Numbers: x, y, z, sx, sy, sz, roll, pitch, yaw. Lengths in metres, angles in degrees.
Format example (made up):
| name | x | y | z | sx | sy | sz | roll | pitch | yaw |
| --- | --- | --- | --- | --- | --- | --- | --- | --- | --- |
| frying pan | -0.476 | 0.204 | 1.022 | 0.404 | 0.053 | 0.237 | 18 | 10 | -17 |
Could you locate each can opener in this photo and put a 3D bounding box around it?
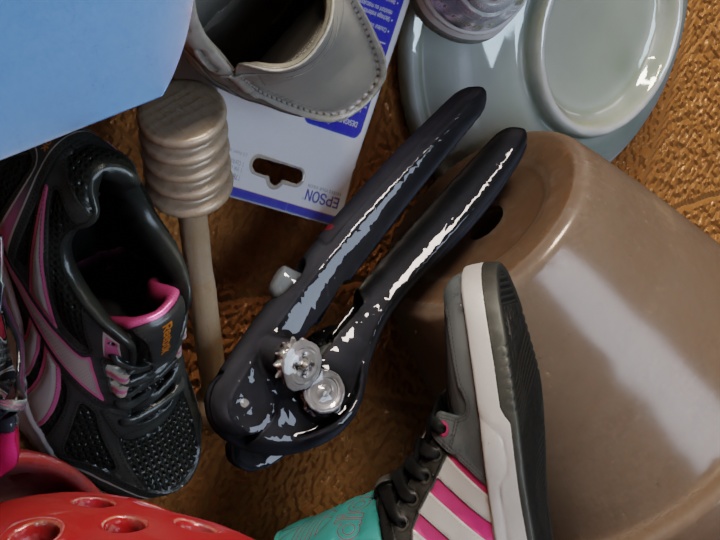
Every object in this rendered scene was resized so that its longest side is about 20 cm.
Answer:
| name | x | y | z | sx | sy | sz | roll | pitch | yaw |
| --- | --- | --- | --- | --- | --- | --- | --- | --- | --- |
| can opener | 0.000 | 0.000 | 1.285 | 0.063 | 0.079 | 0.201 | 40 | 78 | -22 |

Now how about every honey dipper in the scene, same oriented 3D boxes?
| name | x | y | z | sx | sy | sz | roll | pitch | yaw |
| --- | --- | --- | --- | --- | --- | --- | --- | --- | --- |
| honey dipper | -0.068 | 0.003 | 1.244 | 0.038 | 0.038 | 0.201 | -40 | 147 | -29 |

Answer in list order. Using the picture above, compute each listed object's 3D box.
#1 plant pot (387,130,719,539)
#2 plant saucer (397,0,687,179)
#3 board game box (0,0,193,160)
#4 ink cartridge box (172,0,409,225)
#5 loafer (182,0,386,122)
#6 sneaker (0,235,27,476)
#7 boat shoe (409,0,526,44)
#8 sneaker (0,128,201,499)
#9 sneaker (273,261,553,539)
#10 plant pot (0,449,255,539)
| name | x | y | z | sx | sy | sz | roll | pitch | yaw |
| --- | --- | --- | --- | --- | --- | --- | --- | --- | --- |
| plant pot | 0.104 | 0.031 | 1.367 | 0.201 | 0.200 | 0.175 | -52 | 122 | -19 |
| plant saucer | 0.102 | -0.120 | 1.397 | 0.199 | 0.050 | 0.202 | -21 | 120 | -40 |
| board game box | -0.159 | -0.103 | 1.058 | 0.199 | 0.159 | 0.039 | -22 | 167 | -6 |
| ink cartridge box | -0.022 | -0.126 | 1.271 | 0.099 | 0.039 | 0.201 | 16 | 92 | -48 |
| loafer | -0.039 | -0.099 | 1.150 | 0.070 | 0.070 | 0.200 | -52 | 149 | 5 |
| sneaker | -0.156 | 0.027 | 1.085 | 0.080 | 0.075 | 0.200 | -35 | 168 | -9 |
| boat shoe | 0.084 | -0.197 | 1.311 | 0.074 | 0.065 | 0.203 | 30 | 77 | -12 |
| sneaker | -0.104 | 0.023 | 1.207 | 0.080 | 0.086 | 0.201 | -43 | 133 | -24 |
| sneaker | 0.020 | 0.099 | 1.274 | 0.084 | 0.120 | 0.202 | -32 | 117 | -76 |
| plant pot | -0.120 | 0.183 | 1.181 | 0.200 | 0.182 | 0.202 | -20 | 119 | -41 |
